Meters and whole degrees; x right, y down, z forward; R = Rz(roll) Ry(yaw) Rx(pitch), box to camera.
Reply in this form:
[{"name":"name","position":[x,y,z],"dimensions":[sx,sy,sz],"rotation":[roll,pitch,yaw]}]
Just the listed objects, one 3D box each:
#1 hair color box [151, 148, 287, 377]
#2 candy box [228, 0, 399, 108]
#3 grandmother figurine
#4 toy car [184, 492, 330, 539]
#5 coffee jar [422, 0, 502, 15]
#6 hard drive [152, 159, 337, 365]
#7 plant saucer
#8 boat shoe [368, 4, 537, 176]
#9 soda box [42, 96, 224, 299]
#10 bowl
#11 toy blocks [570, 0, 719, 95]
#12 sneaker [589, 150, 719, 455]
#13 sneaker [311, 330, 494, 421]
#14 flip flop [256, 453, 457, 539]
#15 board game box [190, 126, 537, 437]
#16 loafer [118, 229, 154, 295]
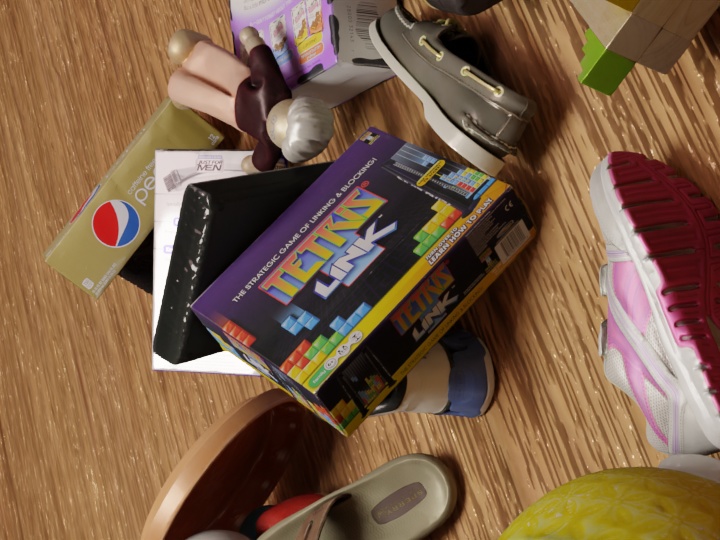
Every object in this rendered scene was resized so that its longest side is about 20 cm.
[{"name":"hair color box","position":[-0.126,-0.009,1.280],"dimensions":[0.109,0.065,0.200],"rotation":[2,93,17]},{"name":"candy box","position":[-0.044,-0.242,1.188],"dimensions":[0.168,0.071,0.200],"rotation":[-18,76,56]},{"name":"grandmother figurine","position":[-0.088,-0.133,1.149],"dimensions":[0.200,0.061,0.121],"rotation":[30,136,48]},{"name":"toy car","position":[-0.092,0.274,1.144],"dimensions":[0.184,0.200,0.177],"rotation":[-8,83,57]},{"name":"coffee jar","position":[0.046,-0.249,1.017],"dimensions":[0.200,0.104,0.085],"rotation":[38,157,51]},{"name":"hard drive","position":[-0.072,-0.011,1.116],"dimensions":[0.033,0.200,0.140],"rotation":[27,114,30]},{"name":"plant saucer","position":[-0.120,0.183,1.200],"dimensions":[0.032,0.200,0.200],"rotation":[34,122,18]},{"name":"boat shoe","position":[0.066,-0.143,1.023],"dimensions":[0.060,0.072,0.202],"rotation":[-50,38,16]},{"name":"soda box","position":[-0.218,-0.072,1.364],"dimensions":[0.200,0.064,0.068],"rotation":[-53,15,-4]},{"name":"bowl","position":[0.179,0.167,0.785],"dimensions":[0.200,0.200,0.108],"rotation":[-19,32,56]},{"name":"toy blocks","position":[0.179,-0.219,0.835],"dimensions":[0.200,0.100,0.137],"rotation":[-54,37,27]},{"name":"sneaker","position":[0.173,0.024,0.841],"dimensions":[0.088,0.081,0.200],"rotation":[-41,55,47]},{"name":"sneaker","position":[-0.001,0.068,1.081],"dimensions":[0.199,0.115,0.081],"rotation":[8,96,57]},{"name":"flip flop","position":[-0.015,0.208,1.060],"dimensions":[0.081,0.200,0.058],"rotation":[56,-176,4]},{"name":"board game box","position":[0.000,0.000,1.013],"dimensions":[0.200,0.057,0.165],"rotation":[-46,42,-14]},{"name":"loafer","position":[-0.181,-0.029,1.421],"dimensions":[0.200,0.073,0.071],"rotation":[-28,34,54]}]
